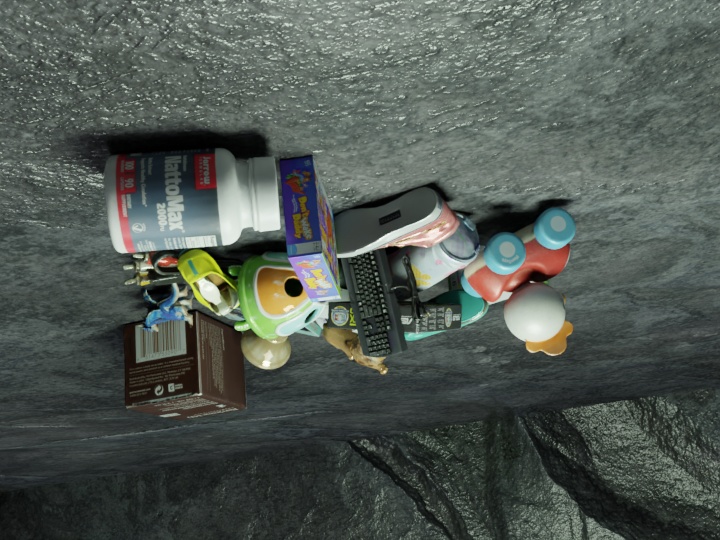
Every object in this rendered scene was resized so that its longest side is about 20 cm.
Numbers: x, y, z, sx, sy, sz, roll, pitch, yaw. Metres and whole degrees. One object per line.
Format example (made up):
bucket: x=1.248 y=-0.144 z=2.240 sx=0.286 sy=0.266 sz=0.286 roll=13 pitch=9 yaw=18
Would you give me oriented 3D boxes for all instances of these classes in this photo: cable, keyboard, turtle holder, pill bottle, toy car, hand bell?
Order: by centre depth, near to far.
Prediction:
pill bottle: x=-0.201 y=-0.088 z=1.151 sx=0.199 sy=0.120 sz=0.120 roll=-5 pitch=162 yaw=-6
keyboard: x=0.036 y=0.030 z=1.459 sx=0.127 sy=0.201 sz=0.021 roll=-16 pitch=176 yaw=26
toy car: x=0.278 y=0.035 z=1.495 sx=0.177 sy=0.200 sz=0.184 roll=-26 pitch=170 yaw=-14
cable: x=-0.273 y=-0.014 z=1.506 sx=0.200 sy=0.050 sz=0.097 roll=-9 pitch=148 yaw=-34
turtle holder: x=-0.116 y=0.043 z=1.526 sx=0.131 sy=0.141 sz=0.186 roll=-13 pitch=147 yaw=20
hand bell: x=-0.154 y=0.097 z=1.810 sx=0.104 sy=0.104 sz=0.200 roll=2 pitch=147 yaw=-23

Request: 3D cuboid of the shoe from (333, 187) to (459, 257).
shoe: x=0.044 y=-0.056 z=1.399 sx=0.200 sy=0.072 sz=0.091 roll=-20 pitch=152 yaw=23

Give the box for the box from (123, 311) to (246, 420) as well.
box: x=-0.341 y=0.191 z=1.858 sx=0.165 sy=0.165 sz=0.200 roll=-12 pitch=161 yaw=17

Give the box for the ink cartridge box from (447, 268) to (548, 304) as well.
ink cartridge box: x=0.224 y=0.019 z=1.704 sx=0.200 sy=0.059 sz=0.104 roll=-21 pitch=156 yaw=36

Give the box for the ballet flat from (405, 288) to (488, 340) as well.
ballet flat: x=0.142 y=0.080 z=1.684 sx=0.200 sy=0.068 sz=0.070 roll=-16 pitch=158 yaw=26

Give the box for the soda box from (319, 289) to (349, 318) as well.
soda box: x=-0.010 y=0.052 z=1.709 sx=0.200 sy=0.068 sz=0.064 roll=10 pitch=156 yaw=-40

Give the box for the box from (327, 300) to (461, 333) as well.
box: x=0.060 y=0.075 z=1.571 sx=0.160 sy=0.044 sz=0.200 roll=3 pitch=-179 yaw=26

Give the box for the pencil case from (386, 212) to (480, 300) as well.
pencil case: x=0.104 y=-0.021 z=1.506 sx=0.083 sy=0.091 sz=0.200 roll=33 pitch=145 yaw=-15

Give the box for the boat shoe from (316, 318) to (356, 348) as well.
boat shoe: x=-0.029 y=0.106 z=1.852 sx=0.067 sy=0.074 sz=0.200 roll=-9 pitch=161 yaw=16

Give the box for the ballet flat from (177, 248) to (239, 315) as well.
ballet flat: x=-0.230 y=0.033 z=1.497 sx=0.067 sy=0.067 sz=0.200 roll=-33 pitch=150 yaw=-1

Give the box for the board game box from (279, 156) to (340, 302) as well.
board game box: x=-0.066 y=-0.050 z=1.285 sx=0.045 sy=0.135 sz=0.200 roll=-7 pitch=162 yaw=4

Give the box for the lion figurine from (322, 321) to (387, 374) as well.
lion figurine: x=-0.016 y=0.128 z=1.709 sx=0.200 sy=0.073 sz=0.122 roll=12 pitch=166 yaw=41

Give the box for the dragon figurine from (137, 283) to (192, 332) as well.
dragon figurine: x=-0.346 y=0.063 z=1.642 sx=0.099 sy=0.059 sz=0.200 roll=-6 pitch=163 yaw=-4

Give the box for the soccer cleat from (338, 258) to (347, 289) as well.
soccer cleat: x=0.000 y=0.000 z=1.585 sx=0.081 sy=0.068 sz=0.200 roll=-28 pitch=159 yaw=14

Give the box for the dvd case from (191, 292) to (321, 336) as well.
dvd case: x=-0.183 y=0.077 z=1.696 sx=0.199 sy=0.022 sz=0.146 roll=11 pitch=167 yaw=18
